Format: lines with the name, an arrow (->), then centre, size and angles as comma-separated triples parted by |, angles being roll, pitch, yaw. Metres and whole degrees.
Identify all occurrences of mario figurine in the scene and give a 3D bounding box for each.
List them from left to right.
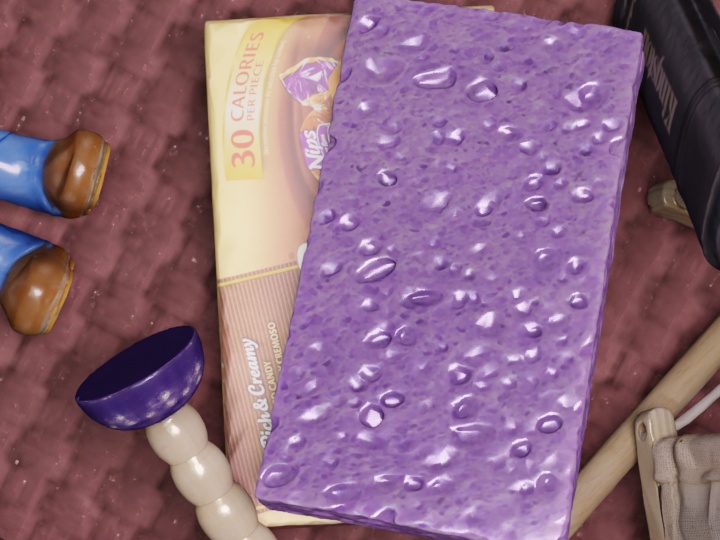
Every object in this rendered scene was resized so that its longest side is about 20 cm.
mario figurine -> -0.201, -0.039, 0.923 | 0.200, 0.106, 0.124 | 16, 53, -9

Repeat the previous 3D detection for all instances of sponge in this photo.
sponge -> 0.035, 0.000, 0.882 | 0.111, 0.030, 0.200 | 8, 73, 10

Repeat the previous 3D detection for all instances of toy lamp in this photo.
toy lamp -> -0.033, 0.116, 0.906 | 0.058, 0.058, 0.200 | -29, 107, -3

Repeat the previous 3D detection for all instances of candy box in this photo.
candy box -> 0.000, 0.000, 0.958 | 0.117, 0.056, 0.200 | -3, 87, -2

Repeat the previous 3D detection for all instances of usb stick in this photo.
usb stick -> 0.125, -0.065, 0.896 | 0.033, 0.200, 0.056 | -1, 120, -4

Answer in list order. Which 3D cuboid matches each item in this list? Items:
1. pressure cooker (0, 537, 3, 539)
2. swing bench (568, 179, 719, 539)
pressure cooker -> -0.157, 0.190, 0.880 | 0.200, 0.176, 0.179 | 20, 90, 15
swing bench -> 0.170, 0.060, 0.872 | 0.130, 0.199, 0.200 | 30, 73, -16
